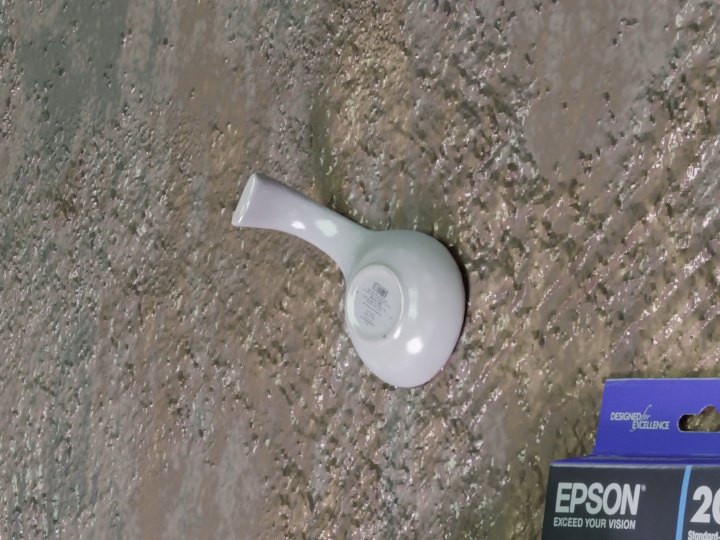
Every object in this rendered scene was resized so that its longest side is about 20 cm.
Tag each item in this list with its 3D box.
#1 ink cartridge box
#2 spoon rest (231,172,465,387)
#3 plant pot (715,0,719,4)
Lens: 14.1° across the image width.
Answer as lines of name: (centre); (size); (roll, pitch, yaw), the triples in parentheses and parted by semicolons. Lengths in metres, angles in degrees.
ink cartridge box: (0.176, 0.155, 1.631); (0.198, 0.043, 0.201); (-5, 75, 54)
spoon rest: (0.000, 0.000, 1.916); (0.200, 0.061, 0.100); (39, 112, 37)
plant pot: (0.270, -0.196, 1.513); (0.175, 0.200, 0.200); (-54, 39, 3)
